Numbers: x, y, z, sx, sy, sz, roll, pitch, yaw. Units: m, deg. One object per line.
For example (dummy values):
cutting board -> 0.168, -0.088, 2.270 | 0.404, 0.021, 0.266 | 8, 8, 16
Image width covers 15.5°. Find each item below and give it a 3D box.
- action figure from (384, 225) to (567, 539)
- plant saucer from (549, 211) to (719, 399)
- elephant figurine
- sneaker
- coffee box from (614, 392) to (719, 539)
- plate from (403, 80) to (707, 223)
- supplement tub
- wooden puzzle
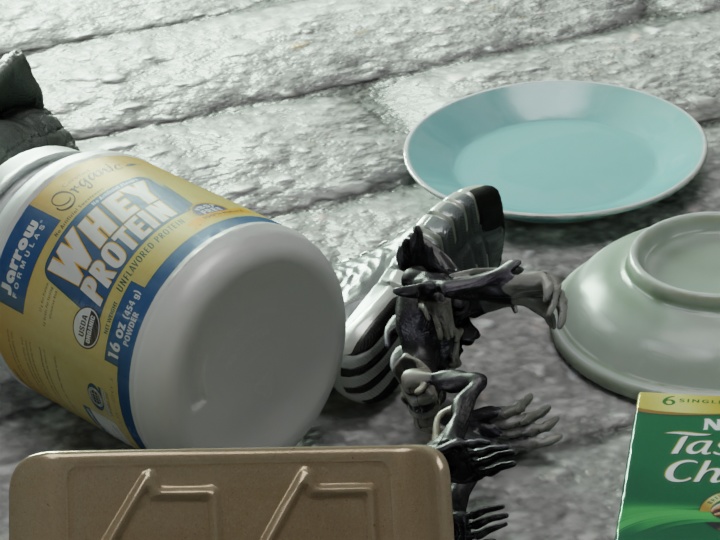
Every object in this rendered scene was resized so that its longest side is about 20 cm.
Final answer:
action figure -> 0.062, 0.055, 1.415 | 0.101, 0.119, 0.201 | -2, 41, 5
plant saucer -> 0.209, 0.011, 1.546 | 0.199, 0.051, 0.200 | -3, 28, 1
elephant figurine -> -0.220, -0.063, 1.626 | 0.154, 0.142, 0.200 | 10, 35, 33
sneaker -> 0.000, 0.000, 1.564 | 0.115, 0.075, 0.200 | 10, 32, 27
coffee box -> 0.188, 0.131, 1.332 | 0.122, 0.044, 0.200 | 3, 29, 12
plate -> 0.127, -0.072, 1.730 | 0.199, 0.026, 0.201 | -3, 28, 2
supplement tub -> -0.121, 0.018, 1.466 | 0.144, 0.146, 0.199 | -27, 36, -36
wooden puzzle -> -0.056, 0.173, 1.182 | 0.198, 0.187, 0.046 | -2, -16, -6
